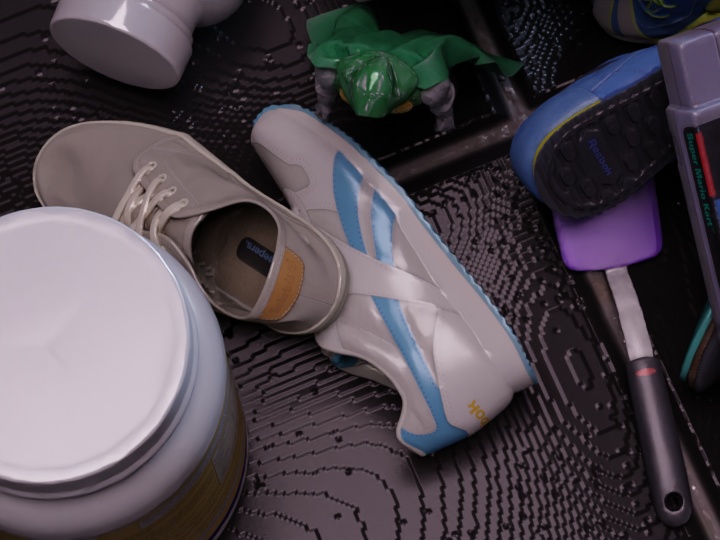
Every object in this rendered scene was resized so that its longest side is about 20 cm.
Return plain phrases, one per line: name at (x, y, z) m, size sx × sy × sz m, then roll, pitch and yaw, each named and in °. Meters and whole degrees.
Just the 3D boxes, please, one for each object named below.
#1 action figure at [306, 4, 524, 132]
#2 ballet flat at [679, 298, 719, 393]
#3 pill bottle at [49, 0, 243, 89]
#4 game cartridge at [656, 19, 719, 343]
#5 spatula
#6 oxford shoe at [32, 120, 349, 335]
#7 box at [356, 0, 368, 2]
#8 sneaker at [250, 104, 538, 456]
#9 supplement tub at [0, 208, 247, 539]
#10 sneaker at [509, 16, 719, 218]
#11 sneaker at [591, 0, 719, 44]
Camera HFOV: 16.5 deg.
action figure at (0.015, -0.096, 1.208) m, size 0.117 × 0.200 × 0.055 m, roll 8°, pitch 98°, yaw 6°
ballet flat at (0.221, -0.024, 1.245) m, size 0.073 × 0.073 × 0.201 m, roll 19°, pitch 71°, yaw 8°
pill bottle at (-0.093, -0.200, 1.295) m, size 0.103 × 0.104 × 0.201 m, roll 18°, pitch 72°, yaw 8°
game cartridge at (0.220, -0.031, 1.190) m, size 0.129 × 0.038 × 0.202 m, roll -21°, pitch 105°, yaw -22°
spatula at (0.138, 0.032, 1.252) m, size 0.056 × 0.021 × 0.202 m, roll -10°, pitch 72°, yaw -3°
oxford shoe at (-0.093, -0.026, 1.234) m, size 0.199 × 0.058 × 0.076 m, roll 28°, pitch 100°, yaw 32°
box at (0.073, -0.222, 1.219) m, size 0.152 × 0.200 × 0.107 m, roll -37°, pitch 107°, yaw -23°
sneaker at (0.000, 0.000, 1.241) m, size 0.081 × 0.077 × 0.200 m, roll -38°, pitch 70°, yaw -2°
supplement tub at (-0.130, 0.063, 1.148) m, size 0.144 × 0.200 × 0.147 m, roll -1°, pitch 71°, yaw 1°
sneaker at (0.165, -0.095, 1.236) m, size 0.199 × 0.079 × 0.066 m, roll -26°, pitch 113°, yaw 2°
sneaker at (0.160, -0.165, 1.222) m, size 0.104 × 0.199 × 0.076 m, roll -2°, pitch 76°, yaw -38°
